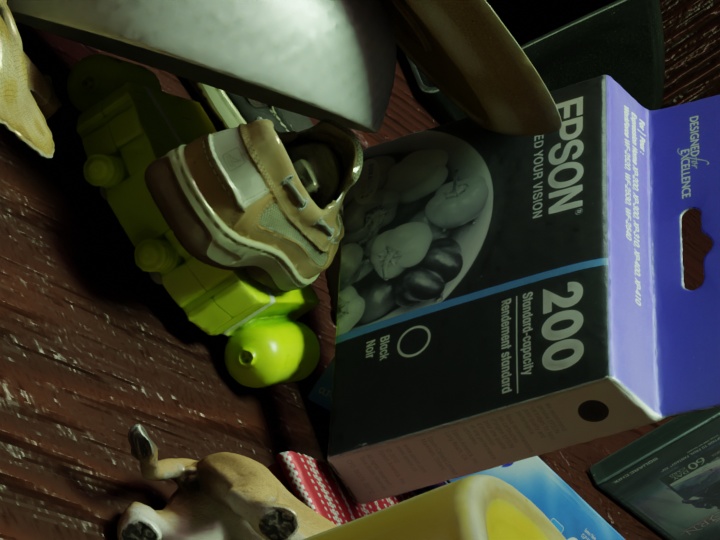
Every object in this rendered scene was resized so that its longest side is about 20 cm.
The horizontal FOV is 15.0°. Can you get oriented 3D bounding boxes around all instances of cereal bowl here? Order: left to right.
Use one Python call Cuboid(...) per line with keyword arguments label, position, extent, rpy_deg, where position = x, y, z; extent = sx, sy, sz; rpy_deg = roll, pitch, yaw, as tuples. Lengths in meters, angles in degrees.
Cuboid(label="cereal bowl", position=(-0.072, -0.130, 1.262), extent=(0.200, 0.083, 0.200), rpy_deg=(19, 1, 0))

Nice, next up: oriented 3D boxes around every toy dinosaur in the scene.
Cuboid(label="toy dinosaur", position=(-0.159, -0.086, 1.128), extent=(0.101, 0.058, 0.200), rpy_deg=(57, 13, -6))

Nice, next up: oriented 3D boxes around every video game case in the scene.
Cuboid(label="video game case", position=(0.261, 0.140, 1.939), extent=(0.200, 0.143, 0.019), rpy_deg=(39, 24, -54))

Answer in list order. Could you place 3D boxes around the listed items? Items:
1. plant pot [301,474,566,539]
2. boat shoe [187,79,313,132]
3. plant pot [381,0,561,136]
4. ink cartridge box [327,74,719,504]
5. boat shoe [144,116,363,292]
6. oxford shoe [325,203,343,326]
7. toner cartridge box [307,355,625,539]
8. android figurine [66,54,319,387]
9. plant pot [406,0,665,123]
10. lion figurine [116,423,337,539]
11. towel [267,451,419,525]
Cuboid(label="plant pot", position=(-0.009, 0.162, 0.793), extent=(0.201, 0.189, 0.201), rpy_deg=(53, 13, -19))
Cuboid(label="boat shoe", position=(-0.067, -0.127, 1.547), extent=(0.201, 0.066, 0.072), rpy_deg=(51, 13, -23))
Cuboid(label="plant pot", position=(0.019, -0.134, 1.278), extent=(0.200, 0.027, 0.200), rpy_deg=(49, -1, 1))
Cuboid(label="ink cartridge box", position=(0.083, -0.001, 1.292), extent=(0.198, 0.200, 0.043), rpy_deg=(-87, 153, -42))
Cuboid(label="boat shoe", position=(-0.030, -0.036, 1.254), extent=(0.072, 0.076, 0.200), rpy_deg=(57, 10, 5))
Cuboid(label="oxford shoe", position=(0.000, 0.000, 1.440), extent=(0.071, 0.074, 0.200), rpy_deg=(39, -9, -28))
Cuboid(label="toner cartridge box", position=(0.064, 0.110, 1.421), extent=(0.095, 0.043, 0.200), rpy_deg=(25, -13, 43))
Cuboid(label="android figurine", position=(-0.079, -0.026, 1.314), extent=(0.182, 0.041, 0.200), rpy_deg=(59, 12, 6))
Cuboid(label="plant pot", position=(0.142, -0.193, 2.228), extent=(0.177, 0.200, 0.200), rpy_deg=(59, 7, -47))
Cuboid(label="lion figurine", position=(-0.023, 0.122, 1.105), extent=(0.200, 0.072, 0.122), rpy_deg=(50, 7, -10))
Cuboid(label="towel", position=(0.027, 0.161, 1.299), extent=(0.145, 0.022, 0.200), rpy_deg=(62, 14, 22))
